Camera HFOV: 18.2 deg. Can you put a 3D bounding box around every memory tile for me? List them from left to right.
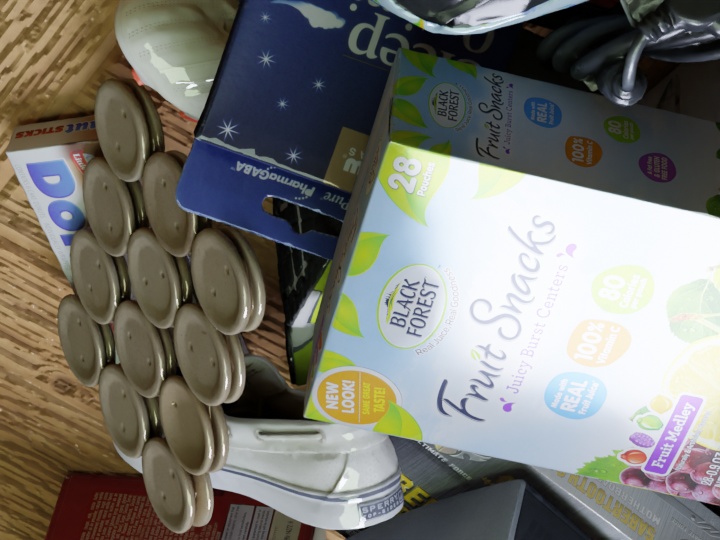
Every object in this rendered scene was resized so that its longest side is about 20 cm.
[{"bbox_3d":[-0.099,0.020,1.091,0.017,0.153,0.200,-15,143,-30],"label":"memory tile"}]

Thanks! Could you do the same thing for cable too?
[{"bbox_3d":[0.172,-0.121,0.926,0.199,0.163,0.051,-29,94,-7],"label":"cable"}]

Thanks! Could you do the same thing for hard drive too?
[{"bbox_3d":[0.059,0.182,1.173,0.135,0.042,0.200,42,142,-16],"label":"hard drive"}]

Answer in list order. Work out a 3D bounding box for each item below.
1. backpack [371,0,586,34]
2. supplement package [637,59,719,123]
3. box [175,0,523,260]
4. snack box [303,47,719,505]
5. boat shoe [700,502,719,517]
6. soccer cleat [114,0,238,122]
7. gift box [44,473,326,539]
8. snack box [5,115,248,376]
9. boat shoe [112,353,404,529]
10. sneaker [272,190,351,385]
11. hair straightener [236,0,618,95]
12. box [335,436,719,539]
[{"bbox_3d":[0.072,-0.177,0.888,0.200,0.154,0.163,-38,104,-5],"label":"backpack"},{"bbox_3d":[0.194,-0.036,1.030,0.117,0.117,0.200,32,129,-21],"label":"supplement package"},{"bbox_3d":[0.005,-0.102,0.980,0.121,0.032,0.201,18,98,-9],"label":"box"},{"bbox_3d":[0.089,0.008,0.959,0.199,0.068,0.169,13,133,-4],"label":"snack box"},{"bbox_3d":[0.210,0.101,1.154,0.072,0.066,0.200,41,162,16],"label":"boat shoe"},{"bbox_3d":[-0.020,-0.087,1.047,0.199,0.070,0.077,27,151,-26],"label":"soccer cleat"},{"bbox_3d":[-0.090,0.247,1.301,0.199,0.185,0.187,7,133,11],"label":"gift box"},{"bbox_3d":[-0.116,0.001,1.179,0.072,0.024,0.201,-6,132,16],"label":"snack box"},{"bbox_3d":[-0.059,0.074,1.145,0.200,0.071,0.070,14,117,47],"label":"boat shoe"},{"bbox_3d":[0.000,0.000,1.107,0.080,0.074,0.200,-7,164,-3],"label":"sneaker"},{"bbox_3d":[0.027,-0.111,1.011,0.199,0.077,0.041,19,159,-10],"label":"hair straightener"},{"bbox_3d":[0.078,0.127,1.174,0.200,0.048,0.158,37,143,-11],"label":"box"}]
